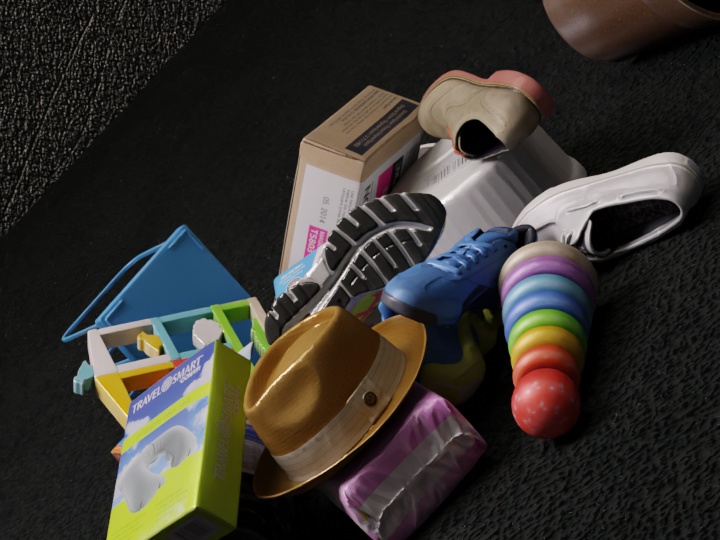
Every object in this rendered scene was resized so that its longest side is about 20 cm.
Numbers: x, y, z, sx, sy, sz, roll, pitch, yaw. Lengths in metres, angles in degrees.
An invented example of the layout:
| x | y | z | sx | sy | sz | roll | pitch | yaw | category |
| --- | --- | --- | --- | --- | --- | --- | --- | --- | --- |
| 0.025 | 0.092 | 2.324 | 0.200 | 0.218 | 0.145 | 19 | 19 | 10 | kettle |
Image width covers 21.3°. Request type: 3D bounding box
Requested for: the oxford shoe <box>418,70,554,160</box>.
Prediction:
| x | y | z | sx | sy | sz | roll | pitch | yaw | category |
| --- | --- | --- | --- | --- | --- | --- | --- | --- | --- |
| 0.100 | -0.143 | 1.811 | 0.075 | 0.070 | 0.200 | -52 | 19 | -18 | oxford shoe |

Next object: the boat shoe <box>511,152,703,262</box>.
| x | y | z | sx | sy | sz | roll | pitch | yaw | category |
| --- | --- | --- | --- | --- | --- | --- | --- | --- | --- |
| 0.208 | -0.037 | 1.670 | 0.199 | 0.072 | 0.069 | -17 | 27 | 34 | boat shoe |

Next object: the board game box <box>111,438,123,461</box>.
| x | y | z | sx | sy | sz | roll | pitch | yaw | category |
| --- | --- | --- | --- | --- | --- | --- | --- | --- | --- |
| -0.197 | 0.170 | 2.083 | 0.103 | 0.019 | 0.200 | -47 | 18 | -23 | board game box |

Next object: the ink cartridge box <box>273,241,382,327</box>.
| x | y | z | sx | sy | sz | roll | pitch | yaw | category |
| --- | --- | --- | --- | --- | --- | --- | --- | --- | --- |
| -0.009 | 0.064 | 1.802 | 0.116 | 0.067 | 0.201 | -34 | 41 | 21 | ink cartridge box |

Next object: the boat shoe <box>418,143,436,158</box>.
| x | y | z | sx | sy | sz | roll | pitch | yaw | category |
| --- | --- | --- | --- | --- | --- | --- | --- | --- | --- |
| 0.052 | -0.089 | 2.130 | 0.200 | 0.067 | 0.057 | -20 | 42 | 59 | boat shoe |

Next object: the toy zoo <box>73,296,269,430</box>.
| x | y | z | sx | sy | sz | roll | pitch | yaw | category |
| --- | --- | --- | --- | --- | --- | --- | --- | --- | --- |
| -0.167 | 0.088 | 1.755 | 0.199 | 0.021 | 0.131 | -12 | 41 | -21 | toy zoo |

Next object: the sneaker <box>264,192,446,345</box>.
| x | y | z | sx | sy | sz | roll | pitch | yaw | category |
| --- | --- | --- | --- | --- | --- | --- | --- | --- | --- |
| 0.000 | 0.000 | 1.722 | 0.200 | 0.078 | 0.090 | -40 | -11 | 15 | sneaker |

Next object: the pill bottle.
| x | y | z | sx | sy | sz | roll | pitch | yaw | category |
| --- | --- | --- | --- | --- | --- | --- | --- | --- | --- |
| -0.112 | 0.212 | 1.646 | 0.112 | 0.112 | 0.200 | -37 | 17 | 10 | pill bottle |

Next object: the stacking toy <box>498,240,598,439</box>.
| x | y | z | sx | sy | sz | roll | pitch | yaw | category |
| --- | --- | --- | --- | --- | --- | --- | --- | --- | --- |
| 0.148 | 0.060 | 1.531 | 0.085 | 0.085 | 0.200 | -32 | 23 | 24 | stacking toy |

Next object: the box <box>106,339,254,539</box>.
| x | y | z | sx | sy | sz | roll | pitch | yaw | category |
| --- | --- | --- | --- | --- | --- | --- | --- | --- | --- |
| -0.148 | 0.150 | 1.583 | 0.122 | 0.048 | 0.201 | -36 | 34 | 32 | box |

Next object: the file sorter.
| x | y | z | sx | sy | sz | roll | pitch | yaw | category |
| --- | --- | --- | --- | --- | --- | --- | --- | --- | --- |
| -0.176 | 0.085 | 1.895 | 0.122 | 0.200 | 0.139 | -20 | 25 | 54 | file sorter |

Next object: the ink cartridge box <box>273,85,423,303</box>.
| x | y | z | sx | sy | sz | roll | pitch | yaw | category |
| --- | --- | --- | --- | --- | --- | --- | --- | --- | --- |
| -0.010 | -0.065 | 1.947 | 0.165 | 0.075 | 0.201 | -47 | -27 | -55 | ink cartridge box |

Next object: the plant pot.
| x | y | z | sx | sy | sz | roll | pitch | yaw | category |
| --- | --- | --- | --- | --- | --- | --- | --- | --- | --- |
| 0.299 | -0.318 | 1.969 | 0.200 | 0.200 | 0.198 | -51 | 13 | -30 | plant pot |

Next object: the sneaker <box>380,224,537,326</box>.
| x | y | z | sx | sy | sz | roll | pitch | yaw | category |
| --- | --- | --- | --- | --- | --- | --- | --- | --- | --- |
| 0.087 | -0.004 | 1.622 | 0.200 | 0.066 | 0.079 | -12 | -52 | -54 | sneaker |

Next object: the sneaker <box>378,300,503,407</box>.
| x | y | z | sx | sy | sz | roll | pitch | yaw | category |
| --- | --- | --- | --- | --- | --- | --- | --- | --- | --- |
| 0.074 | 0.033 | 1.700 | 0.076 | 0.105 | 0.200 | -36 | 18 | 23 | sneaker |

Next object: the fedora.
| x | y | z | sx | sy | sz | roll | pitch | yaw | category |
| --- | --- | --- | --- | --- | --- | --- | --- | --- | --- |
| -0.036 | 0.093 | 1.566 | 0.200 | 0.082 | 0.201 | -40 | 18 | 16 | fedora |

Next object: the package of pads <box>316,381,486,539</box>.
| x | y | z | sx | sy | sz | roll | pitch | yaw | category |
| --- | --- | --- | --- | --- | --- | --- | --- | --- | --- |
| 0.017 | 0.148 | 1.587 | 0.120 | 0.076 | 0.200 | -43 | 17 | -7 | package of pads |

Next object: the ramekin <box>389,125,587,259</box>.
| x | y | z | sx | sy | sz | roll | pitch | yaw | category |
| --- | --- | --- | --- | --- | --- | --- | --- | --- | --- |
| 0.116 | -0.072 | 1.883 | 0.200 | 0.098 | 0.201 | -36 | 17 | 13 | ramekin |
